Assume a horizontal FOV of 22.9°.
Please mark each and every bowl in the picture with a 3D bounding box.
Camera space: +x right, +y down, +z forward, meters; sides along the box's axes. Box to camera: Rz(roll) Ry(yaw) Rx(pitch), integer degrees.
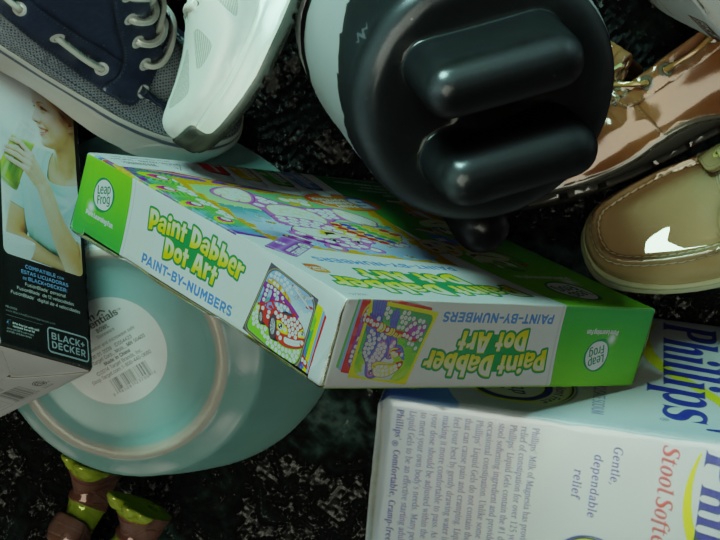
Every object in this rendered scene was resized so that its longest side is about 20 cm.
[{"bbox_3d":[-0.114,0.030,0.947,0.200,0.105,0.201,2,105,8],"label":"bowl"}]

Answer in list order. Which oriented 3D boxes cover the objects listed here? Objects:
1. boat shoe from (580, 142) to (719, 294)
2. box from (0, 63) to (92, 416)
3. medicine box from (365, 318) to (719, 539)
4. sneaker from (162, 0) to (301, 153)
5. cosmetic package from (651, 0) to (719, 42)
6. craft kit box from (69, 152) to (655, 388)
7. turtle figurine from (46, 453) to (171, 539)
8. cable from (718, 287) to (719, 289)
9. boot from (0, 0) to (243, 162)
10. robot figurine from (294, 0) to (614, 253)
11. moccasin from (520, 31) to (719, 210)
[{"bbox_3d":[0.204,-0.045,0.873,0.200,0.066,0.074,-18,63,4],"label":"boat shoe"},{"bbox_3d":[-0.200,-0.028,0.896,0.117,0.060,0.200,-25,59,34],"label":"box"},{"bbox_3d":[0.115,0.092,0.884,0.200,0.182,0.103,7,106,7],"label":"medicine box"},{"bbox_3d":[-0.078,-0.163,0.828,0.115,0.076,0.201,22,92,-16],"label":"sneaker"},{"bbox_3d":[0.190,-0.213,0.804,0.200,0.074,0.102,-50,129,3],"label":"cosmetic package"},{"bbox_3d":[0.000,0.000,0.829,0.197,0.200,0.049,31,110,43],"label":"craft kit box"},{"bbox_3d":[-0.165,0.194,0.989,0.064,0.200,0.161,27,93,-33],"label":"turtle figurine"},{"bbox_3d":[0.225,0.002,0.924,0.200,0.050,0.097,5,104,19],"label":"cable"},{"bbox_3d":[-0.118,-0.120,0.873,0.200,0.073,0.090,24,141,-37],"label":"boot"},{"bbox_3d":[0.038,-0.098,0.812,0.125,0.200,0.150,21,108,-24],"label":"robot figurine"},{"bbox_3d":[0.135,-0.088,0.891,0.201,0.074,0.078,-26,90,18],"label":"moccasin"}]
